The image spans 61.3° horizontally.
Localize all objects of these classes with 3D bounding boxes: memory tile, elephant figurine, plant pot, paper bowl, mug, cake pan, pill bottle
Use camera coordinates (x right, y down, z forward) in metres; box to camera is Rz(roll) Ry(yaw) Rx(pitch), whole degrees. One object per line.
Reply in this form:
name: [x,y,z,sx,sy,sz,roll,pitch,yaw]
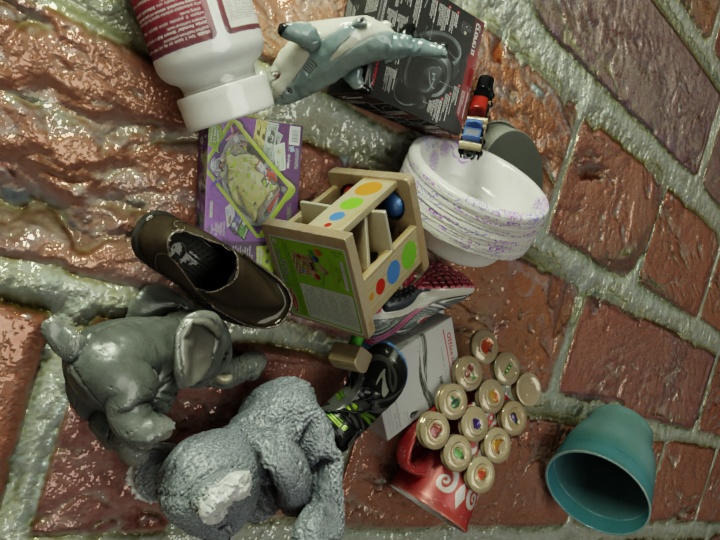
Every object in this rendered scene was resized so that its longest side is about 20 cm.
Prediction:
memory tile: [0.177,0.202,0.883,0.153,0.017,0.201,44,65,-14]
elephant figurine: [-0.192,0.081,0.623,0.141,0.156,0.199,43,52,8]
plant pot: [0.496,0.378,1.217,0.188,0.196,0.204,-41,124,-43]
paper bowl: [0.138,-0.084,0.802,0.197,0.202,0.106,-6,134,-38]
mug: [0.144,0.262,0.914,0.202,0.131,0.178,-58,157,-18]
cake pan: [0.224,-0.131,0.960,0.197,0.036,0.206,-11,107,-38]
pill bottle: [-0.153,-0.242,0.563,0.108,0.108,0.205,-28,112,-31]

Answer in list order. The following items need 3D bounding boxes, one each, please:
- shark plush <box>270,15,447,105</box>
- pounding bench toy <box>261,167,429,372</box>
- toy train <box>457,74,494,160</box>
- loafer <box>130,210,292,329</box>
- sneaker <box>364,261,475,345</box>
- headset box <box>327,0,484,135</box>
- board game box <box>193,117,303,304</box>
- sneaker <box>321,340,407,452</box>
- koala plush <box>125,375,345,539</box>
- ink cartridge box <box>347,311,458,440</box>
shark plush: [-0.005,-0.236,0.676,0.194,0.091,0.085,-7,110,-3]
pounding bench toy: [0.000,0.000,0.730,0.156,0.122,0.204,-43,132,-39]
toy train: [0.162,-0.214,0.830,0.202,0.033,0.047,-69,166,-45]
loafer: [-0.142,0.012,0.631,0.198,0.071,0.074,32,80,-38]
sneaker: [0.077,0.042,0.858,0.196,0.080,0.076,-13,123,-29]
headset box: [0.069,-0.267,0.773,0.197,0.076,0.153,9,95,-41]
board game box: [-0.127,-0.067,0.689,0.118,0.032,0.206,-3,102,-42]
sneaker: [-0.008,0.175,0.761,0.201,0.070,0.083,-53,176,19]
koala plush: [-0.133,0.214,0.650,0.197,0.174,0.189,3,90,-49]
ink cartridge box: [0.080,0.134,0.881,0.198,0.066,0.119,-28,116,-32]
